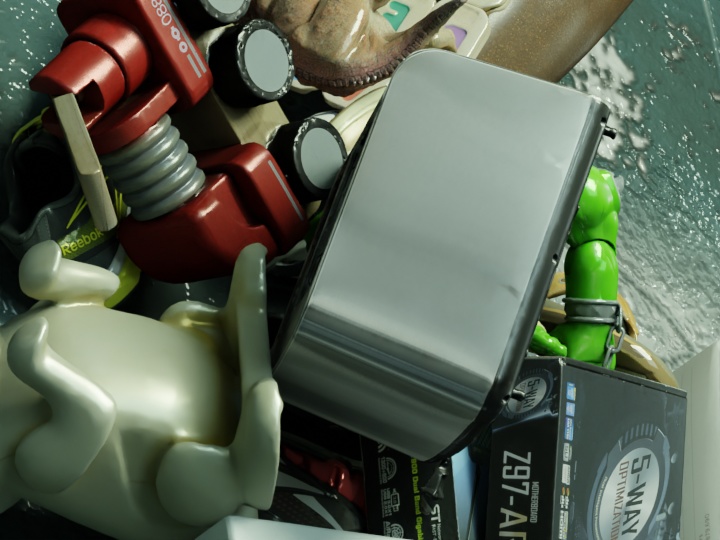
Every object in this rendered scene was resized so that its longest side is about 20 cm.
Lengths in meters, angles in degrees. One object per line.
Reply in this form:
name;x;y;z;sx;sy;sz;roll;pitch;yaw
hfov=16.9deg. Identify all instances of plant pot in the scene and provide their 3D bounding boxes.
plant pot;0.075;-0.175;1.627;0.187;0.187;0.200;41;55;-13

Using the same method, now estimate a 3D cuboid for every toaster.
toaster;0.034;0.003;1.242;0.118;0.181;0.201;21;75;-3

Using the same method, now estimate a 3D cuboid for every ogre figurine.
ogre figurine;0.073;-0.026;1.398;0.199;0.098;0.120;20;82;0

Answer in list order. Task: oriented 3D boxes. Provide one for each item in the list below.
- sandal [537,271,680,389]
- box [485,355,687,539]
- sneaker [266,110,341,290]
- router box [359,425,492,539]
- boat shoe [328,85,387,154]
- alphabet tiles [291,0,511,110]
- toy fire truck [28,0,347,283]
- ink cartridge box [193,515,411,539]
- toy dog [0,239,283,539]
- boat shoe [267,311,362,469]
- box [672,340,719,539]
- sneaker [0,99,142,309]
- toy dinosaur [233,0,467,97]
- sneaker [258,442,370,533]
sandal;0.137;0.031;1.517;0.054;0.200;0.080;-45;120;-8
box;0.126;0.157;1.360;0.160;0.043;0.201;18;74;-55
sneaker;0.000;0.000;1.478;0.199;0.079;0.129;54;40;3
router box;0.075;0.126;1.407;0.200;0.062;0.150;24;56;-54
boat shoe;0.035;-0.067;1.457;0.065;0.072;0.200;51;27;17
alphabet tiles;0.002;-0.197;1.560;0.200;0.015;0.196;24;70;23
toy fire truck;-0.107;-0.060;1.281;0.200;0.128;0.176;-49;119;-41
ink cartridge box;-0.034;0.245;1.207;0.145;0.145;0.201;13;53;-36
toy dog;-0.147;0.072;1.217;0.199;0.194;0.140;2;51;-8
boat shoe;-0.013;0.068;1.427;0.200;0.062;0.075;18;48;-36
box;0.257;0.188;1.544;0.199;0.131;0.200;30;44;-25
sneaker;-0.155;-0.071;1.365;0.085;0.074;0.201;45;34;-44
toy dinosaur;-0.029;-0.137;1.420;0.135;0.200;0.086;-36;130;-35
sneaker;-0.071;0.125;1.319;0.200;0.071;0.098;32;41;-25
